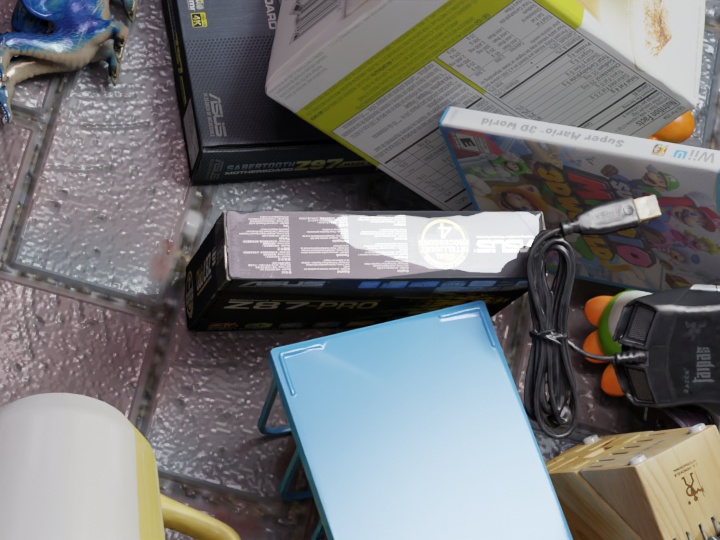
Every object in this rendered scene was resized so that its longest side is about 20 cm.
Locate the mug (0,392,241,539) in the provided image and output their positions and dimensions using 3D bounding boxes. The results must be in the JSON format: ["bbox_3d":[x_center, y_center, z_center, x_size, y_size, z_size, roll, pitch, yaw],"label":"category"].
[{"bbox_3d":[-0.169,0.167,1.507,0.149,0.187,0.154,-16,52,21],"label":"mug"}]

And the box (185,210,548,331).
[{"bbox_3d":[0.000,0.000,1.591,0.198,0.161,0.049,0,77,-13],"label":"box"}]

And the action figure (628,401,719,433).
[{"bbox_3d":[0.264,0.080,1.619,0.199,0.131,0.069,-23,29,-32],"label":"action figure"}]

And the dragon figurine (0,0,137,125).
[{"bbox_3d":[-0.197,-0.183,1.700,0.099,0.059,0.201,15,63,-5],"label":"dragon figurine"}]

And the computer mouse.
[{"bbox_3d":[0.190,0.018,1.532,0.198,0.046,0.141,-7,107,0],"label":"computer mouse"}]

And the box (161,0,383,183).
[{"bbox_3d":[-0.049,-0.159,1.724,0.157,0.051,0.201,-3,65,-15],"label":"box"}]

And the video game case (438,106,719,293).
[{"bbox_3d":[0.155,-0.035,1.569,0.199,0.143,0.018,11,58,30],"label":"video game case"}]

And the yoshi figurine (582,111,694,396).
[{"bbox_3d":[0.207,-0.004,1.665,0.112,0.112,0.202,0,84,-48],"label":"yoshi figurine"}]

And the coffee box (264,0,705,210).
[{"bbox_3d":[0.086,-0.179,1.629,0.197,0.200,0.201,31,48,-25],"label":"coffee box"}]

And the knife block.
[{"bbox_3d":[0.189,0.183,1.504,0.064,0.200,0.177,-22,94,-28],"label":"knife block"}]

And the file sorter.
[{"bbox_3d":[0.030,0.145,1.547,0.138,0.123,0.201,-12,67,-18],"label":"file sorter"}]
